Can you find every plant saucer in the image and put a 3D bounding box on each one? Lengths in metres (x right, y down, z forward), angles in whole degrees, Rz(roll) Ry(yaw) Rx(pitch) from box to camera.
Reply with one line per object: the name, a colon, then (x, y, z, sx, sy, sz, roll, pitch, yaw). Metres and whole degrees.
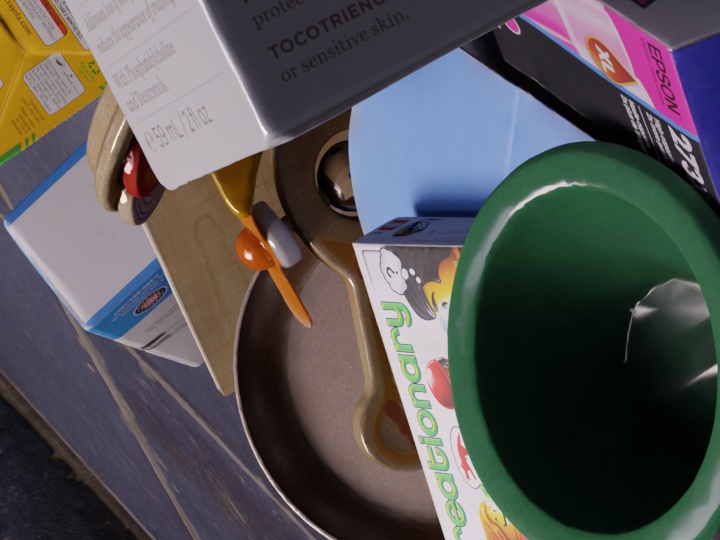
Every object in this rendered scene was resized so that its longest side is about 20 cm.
plant saucer: (0.031, 0.052, 1.494, 0.200, 0.200, 0.032, 51, -160, 9)

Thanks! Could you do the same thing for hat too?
hat: (0.153, 0.040, 1.216, 0.165, 0.175, 0.201, 12, 104, 44)

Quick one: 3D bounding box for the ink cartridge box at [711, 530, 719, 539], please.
ink cartridge box: (0.123, 0.086, 1.348, 0.197, 0.047, 0.201, 29, 127, 59)

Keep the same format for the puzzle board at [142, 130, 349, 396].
puzzle board: (-0.036, -0.029, 1.533, 0.017, 0.150, 0.200, 51, 169, 34)

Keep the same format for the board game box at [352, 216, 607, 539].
board game box: (0.074, 0.074, 1.297, 0.126, 0.035, 0.201, 2, 114, 53)

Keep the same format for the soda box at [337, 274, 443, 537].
soda box: (0.039, 0.092, 1.551, 0.068, 0.063, 0.201, -22, -76, -73)

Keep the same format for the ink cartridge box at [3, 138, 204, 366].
ink cartridge box: (-0.093, -0.031, 1.618, 0.084, 0.146, 0.200, 48, -175, 14)

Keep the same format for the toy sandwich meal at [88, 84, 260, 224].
toy sandwich meal: (-0.037, -0.099, 1.221, 0.070, 0.206, 0.205, 33, 165, 6)

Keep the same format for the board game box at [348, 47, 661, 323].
board game box: (0.075, -0.025, 1.298, 0.200, 0.039, 0.159, 37, 138, 34)

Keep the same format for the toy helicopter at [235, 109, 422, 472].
toy helicopter: (0.000, 0.000, 1.400, 0.079, 0.132, 0.201, -173, 75, -73)

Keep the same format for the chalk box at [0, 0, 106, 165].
chalk box: (-0.203, -0.153, 1.612, 0.125, 0.124, 0.200, 55, 180, -19)

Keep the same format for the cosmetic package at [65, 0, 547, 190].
cosmetic package: (-0.030, -0.160, 1.044, 0.201, 0.166, 0.167, 62, 163, -4)

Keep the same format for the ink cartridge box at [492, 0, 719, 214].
ink cartridge box: (0.111, -0.083, 1.126, 0.200, 0.037, 0.095, 38, 160, 44)
